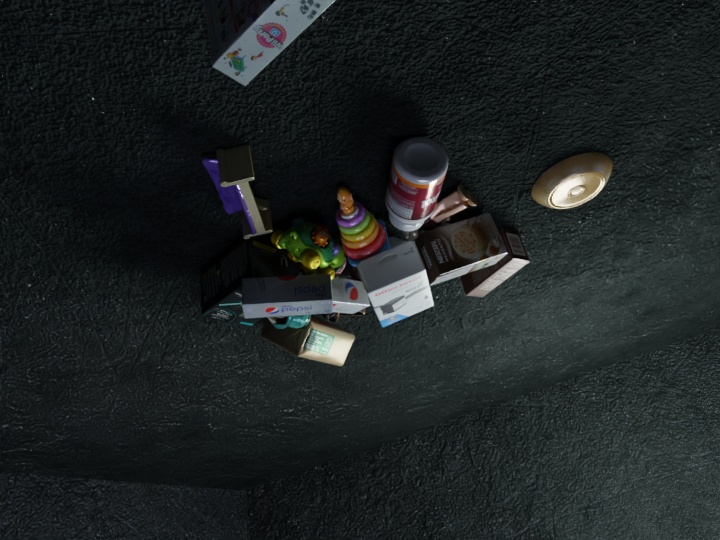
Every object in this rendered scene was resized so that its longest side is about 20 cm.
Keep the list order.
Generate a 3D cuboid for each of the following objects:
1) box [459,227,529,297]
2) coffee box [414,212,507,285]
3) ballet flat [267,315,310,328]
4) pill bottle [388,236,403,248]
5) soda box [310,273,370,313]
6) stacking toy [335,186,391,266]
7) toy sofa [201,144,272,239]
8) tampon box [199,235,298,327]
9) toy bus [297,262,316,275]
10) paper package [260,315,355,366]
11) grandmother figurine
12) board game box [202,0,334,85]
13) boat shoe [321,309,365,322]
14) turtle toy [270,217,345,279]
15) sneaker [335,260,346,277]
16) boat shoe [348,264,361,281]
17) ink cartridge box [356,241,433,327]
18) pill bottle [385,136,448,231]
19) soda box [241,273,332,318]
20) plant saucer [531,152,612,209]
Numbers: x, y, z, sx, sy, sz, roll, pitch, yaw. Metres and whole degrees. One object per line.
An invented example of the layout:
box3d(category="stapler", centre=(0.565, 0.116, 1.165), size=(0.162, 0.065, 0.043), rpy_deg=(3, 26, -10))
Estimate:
box3d(category="box", centre=(0.359, -0.018, 1.693), size=(0.074, 0.101, 0.200), rpy_deg=(8, 146, -33))
box3d(category="coffee box", centre=(0.242, -0.052, 1.515), size=(0.197, 0.116, 0.080), rpy_deg=(-18, 166, -21))
box3d(category="ballet flat", centre=(-0.194, 0.107, 1.545), size=(0.070, 0.068, 0.199), rpy_deg=(23, 165, -27))
box3d(category="pill bottle", centre=(0.094, -0.003, 1.596), size=(0.109, 0.113, 0.200), rpy_deg=(-16, 152, 7))
box3d(category="soda box", centre=(-0.065, 0.060, 1.530), size=(0.063, 0.069, 0.199), rpy_deg=(-27, 157, 33))
box3d(category="stacking toy", centre=(-0.013, -0.112, 1.387), size=(0.108, 0.117, 0.201), rpy_deg=(-20, 140, 8))
box3d(category="toy sofa", centre=(-0.241, -0.148, 1.227), size=(0.096, 0.084, 0.201), rpy_deg=(-12, 152, -3))
box3d(category="tampon box", centre=(-0.266, 0.026, 1.482), size=(0.199, 0.128, 0.149), rpy_deg=(-32, 145, 31))
box3d(category="toy bus", centre=(-0.164, 0.024, 1.571), size=(0.064, 0.079, 0.200), rpy_deg=(4, 148, -38))
box3d(category="paper package", centre=(-0.149, 0.183, 1.751), size=(0.189, 0.105, 0.199), rpy_deg=(18, 176, 42))
box3d(category="grandmother figurine", centre=(0.170, -0.128, 1.464), size=(0.199, 0.061, 0.121), rpy_deg=(-34, 137, 29))
box3d(category="board game box", centre=(-0.121, -0.369, 0.813), size=(0.199, 0.150, 0.064), rpy_deg=(-31, 149, 31))
box3d(category="boat shoe", centre=(-0.079, 0.105, 1.761), size=(0.197, 0.073, 0.073), rpy_deg=(-7, 152, -10))
box3d(category="turtle toy", centre=(-0.103, -0.051, 1.424), size=(0.102, 0.145, 0.200), rpy_deg=(-55, 148, -5))
box3d(category="sneaker", centre=(-0.088, 0.003, 1.600), size=(0.086, 0.075, 0.200), rpy_deg=(-6, 158, -42))
box3d(category="boat shoe", centre=(0.000, 0.000, 1.610), size=(0.064, 0.073, 0.200), rpy_deg=(-17, 158, -1))
box3d(category="ink cartridge box", centre=(0.086, 0.036, 1.457), size=(0.143, 0.085, 0.201), rpy_deg=(-22, 150, 1))
box3d(category="pill bottle", centre=(0.111, -0.173, 1.298), size=(0.111, 0.114, 0.201), rpy_deg=(-8, 152, -9))
box3d(category="soda box", centre=(-0.160, 0.056, 1.362), size=(0.196, 0.069, 0.064), rpy_deg=(-3, 149, -4))
box3d(category="plant saucer", centre=(0.514, -0.204, 1.491), size=(0.197, 0.036, 0.201), rpy_deg=(-11, 152, -6))
